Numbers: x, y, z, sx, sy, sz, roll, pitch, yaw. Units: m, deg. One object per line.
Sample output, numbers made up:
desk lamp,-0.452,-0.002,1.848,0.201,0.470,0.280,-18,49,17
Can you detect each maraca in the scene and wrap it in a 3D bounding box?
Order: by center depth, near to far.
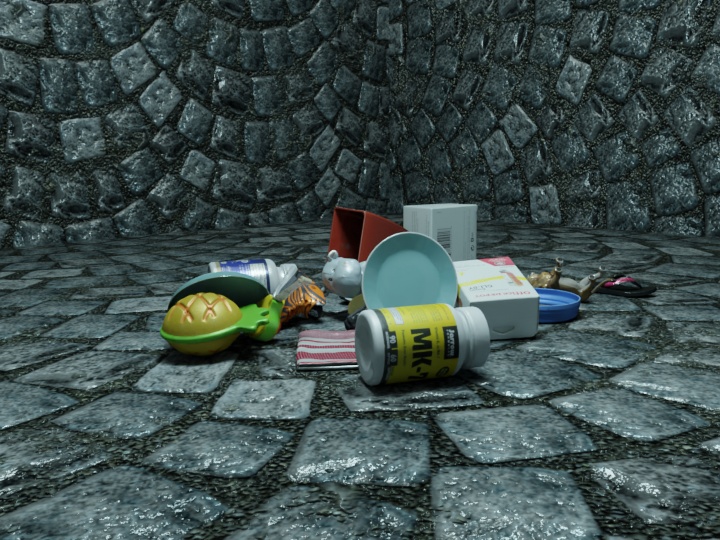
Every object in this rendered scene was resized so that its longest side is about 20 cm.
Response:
maraca,-0.260,0.094,1.272,0.194,0.110,0.138,-7,22,-6

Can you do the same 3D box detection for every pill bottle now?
pill bottle,0.097,0.113,1.118,0.194,0.118,0.114,-4,10,-18
pill bottle,-0.241,0.037,1.595,0.194,0.124,0.119,-3,9,-19

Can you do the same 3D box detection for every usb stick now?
usb stick,0.053,0.060,1.418,0.197,0.033,0.056,-34,-15,-11

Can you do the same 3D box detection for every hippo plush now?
hippo plush,0.000,0.000,1.561,0.157,0.164,0.199,18,2,-25

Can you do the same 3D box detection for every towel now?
towel,-0.045,0.138,1.273,0.139,0.024,0.200,-2,9,-3

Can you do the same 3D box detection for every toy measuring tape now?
toy measuring tape,-0.161,0.083,1.337,0.198,0.075,0.073,-32,-11,35

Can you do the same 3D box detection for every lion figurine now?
lion figurine,0.488,0.039,1.674,0.194,0.125,0.073,16,42,2

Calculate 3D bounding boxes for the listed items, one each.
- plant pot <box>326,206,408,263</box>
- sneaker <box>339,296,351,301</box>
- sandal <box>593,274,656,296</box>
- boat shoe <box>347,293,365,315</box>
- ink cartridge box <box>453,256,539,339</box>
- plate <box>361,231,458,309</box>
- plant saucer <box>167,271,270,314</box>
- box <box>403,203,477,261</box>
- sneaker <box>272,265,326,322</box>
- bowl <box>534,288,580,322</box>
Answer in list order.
plant pot,0.028,-0.057,1.978,0.172,0.206,0.199,7,5,-28
sneaker,0.032,0.025,1.738,0.195,0.093,0.069,-6,10,-30
sandal,0.639,0.033,1.781,0.196,0.047,0.074,6,11,35
boat shoe,0.071,0.089,1.467,0.194,0.064,0.075,-3,51,14
ink cartridge box,0.262,0.053,1.425,0.140,0.086,0.201,-4,23,-5
plate,0.095,0.029,1.389,0.194,0.207,0.026,-3,-4,-12
plant saucer,-0.270,0.058,1.356,0.194,0.028,0.202,-11,-32,-7
box,0.234,-0.090,2.079,0.196,0.206,0.129,-8,12,-38
sneaker,-0.133,0.075,1.484,0.110,0.078,0.202,31,40,-3
bowl,0.383,0.076,1.562,0.194,0.041,0.201,-1,9,0
